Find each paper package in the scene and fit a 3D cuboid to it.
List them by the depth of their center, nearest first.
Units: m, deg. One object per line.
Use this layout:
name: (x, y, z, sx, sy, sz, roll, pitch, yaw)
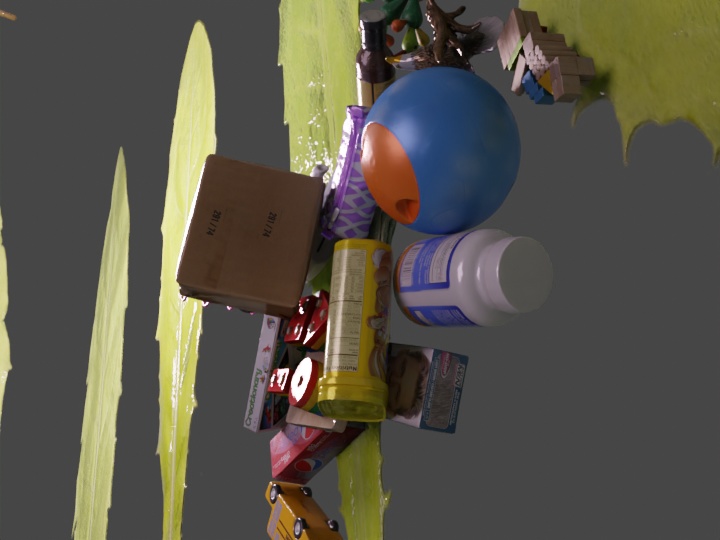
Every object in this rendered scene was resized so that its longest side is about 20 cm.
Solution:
paper package: (-0.161, -0.049, 1.265, 0.104, 0.187, 0.204, 122, 159, -76)

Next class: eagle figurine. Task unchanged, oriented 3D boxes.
eagle figurine: (0.106, -0.278, 1.218, 0.152, 0.150, 0.201, -47, -24, -27)

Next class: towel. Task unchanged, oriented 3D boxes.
towel: (0.000, 0.000, 1.350, 0.148, 0.036, 0.204, -7, 72, 61)

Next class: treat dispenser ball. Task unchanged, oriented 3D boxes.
treat dispenser ball: (0.098, -0.146, 1.062, 0.200, 0.198, 0.204, -35, 48, 51)

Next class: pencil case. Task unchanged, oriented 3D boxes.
pencil case: (-0.008, -0.141, 1.272, 0.083, 0.085, 0.203, 27, 111, 36)

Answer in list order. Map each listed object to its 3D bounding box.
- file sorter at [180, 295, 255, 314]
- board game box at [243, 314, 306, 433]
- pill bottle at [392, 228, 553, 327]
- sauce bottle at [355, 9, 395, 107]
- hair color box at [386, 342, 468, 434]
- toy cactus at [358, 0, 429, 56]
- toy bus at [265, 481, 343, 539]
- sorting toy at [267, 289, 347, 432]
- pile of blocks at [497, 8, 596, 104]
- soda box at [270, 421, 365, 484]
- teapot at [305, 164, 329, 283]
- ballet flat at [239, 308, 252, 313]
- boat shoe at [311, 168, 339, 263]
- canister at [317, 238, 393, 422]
file sorter: (-0.228, -0.004, 1.602, 0.126, 0.197, 0.141, -54, 35, 39)
board game box: (-0.116, 0.151, 1.380, 0.034, 0.125, 0.204, 17, 99, 35)
pill bottle: (0.132, 0.010, 1.022, 0.199, 0.111, 0.114, -7, 72, 60)
sauce bottle: (0.025, -0.294, 1.317, 0.065, 0.063, 0.202, -110, 13, -47)
hair color box: (0.056, 0.149, 1.151, 0.199, 0.060, 0.102, -1, 76, 61)
toy cactus: (0.070, -0.418, 1.378, 0.165, 0.102, 0.201, -43, 36, 17)
toy bus: (-0.088, 0.394, 1.302, 0.199, 0.064, 0.080, 30, 105, 61)
sorting toy: (-0.061, 0.120, 1.248, 0.198, 0.069, 0.203, -15, 55, 65)
pile of blocks: (0.226, -0.241, 1.028, 0.201, 0.061, 0.083, -109, 23, -51)
soda box: (-0.070, 0.255, 1.333, 0.200, 0.063, 0.071, -49, 38, 40)
teapot: (-0.146, -0.070, 1.462, 0.195, 0.147, 0.202, 4, 54, 38)
ballet flat: (-0.138, -0.021, 1.351, 0.073, 0.073, 0.202, -2, 58, 61)
boat shoe: (-0.042, -0.109, 1.368, 0.202, 0.072, 0.071, -58, 27, 1)
canister: (-0.002, 0.078, 1.094, 0.149, 0.085, 0.204, 84, -170, -71)
